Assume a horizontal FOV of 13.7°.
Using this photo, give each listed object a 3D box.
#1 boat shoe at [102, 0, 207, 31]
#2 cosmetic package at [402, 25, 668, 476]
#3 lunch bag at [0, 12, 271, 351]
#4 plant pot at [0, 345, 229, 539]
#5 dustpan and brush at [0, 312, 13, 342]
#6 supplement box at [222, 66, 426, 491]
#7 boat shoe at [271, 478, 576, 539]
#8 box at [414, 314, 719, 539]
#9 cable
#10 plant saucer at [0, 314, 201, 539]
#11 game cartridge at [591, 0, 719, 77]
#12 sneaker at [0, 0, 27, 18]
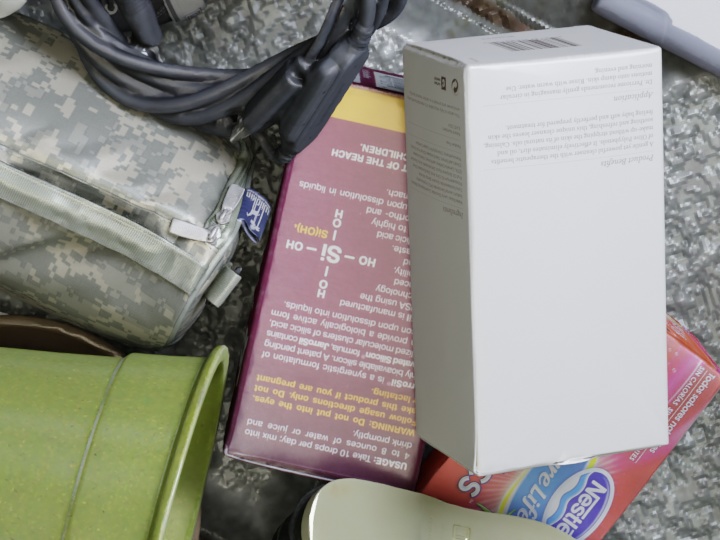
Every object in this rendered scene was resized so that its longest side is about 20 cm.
[{"bbox_3d":[-0.143,-0.217,1.553,0.066,0.070,0.200,-20,106,1],"label":"boat shoe"},{"bbox_3d":[0.085,-0.011,1.451,0.108,0.085,0.200,-6,104,-21],"label":"cosmetic package"},{"bbox_3d":[-0.151,-0.044,1.524,0.200,0.168,0.139,26,98,-4],"label":"lunch bag"},{"bbox_3d":[-0.180,0.111,1.471,0.190,0.200,0.200,14,99,3],"label":"plant pot"},{"bbox_3d":[-0.282,0.022,1.587,0.200,0.057,0.140,2,99,-13],"label":"dustpan and brush"},{"bbox_3d":[0.000,0.000,1.551,0.103,0.131,0.200,12,97,-3],"label":"supplement box"},{"bbox_3d":[0.052,0.160,1.513,0.201,0.063,0.074,21,64,-17],"label":"boat shoe"},{"bbox_3d":[0.092,0.097,1.581,0.095,0.100,0.200,36,97,-7],"label":"box"},{"bbox_3d":[-0.062,-0.148,1.421,0.163,0.051,0.200,34,134,1],"label":"cable"},{"bbox_3d":[-0.183,0.124,1.563,0.200,0.029,0.200,1,83,-11],"label":"plant saucer"},{"bbox_3d":[0.225,-0.195,1.570,0.133,0.041,0.200,26,98,-8],"label":"game cartridge"},{"bbox_3d":[-0.211,-0.216,1.500,0.081,0.200,0.083,-40,141,9],"label":"sneaker"}]
